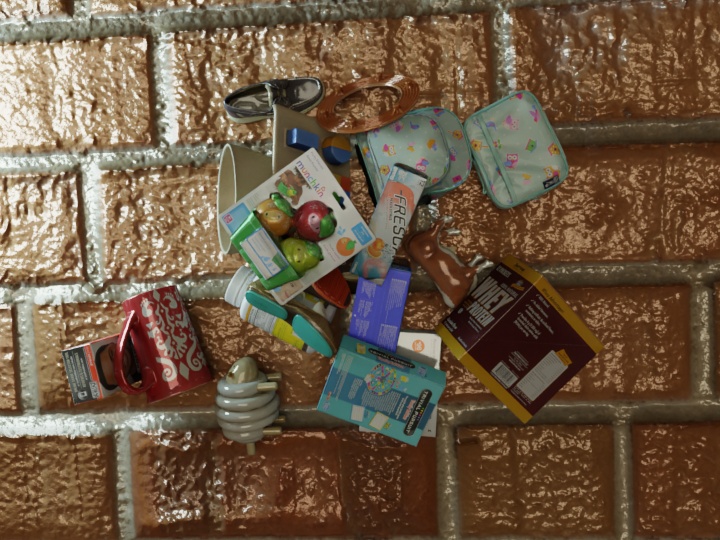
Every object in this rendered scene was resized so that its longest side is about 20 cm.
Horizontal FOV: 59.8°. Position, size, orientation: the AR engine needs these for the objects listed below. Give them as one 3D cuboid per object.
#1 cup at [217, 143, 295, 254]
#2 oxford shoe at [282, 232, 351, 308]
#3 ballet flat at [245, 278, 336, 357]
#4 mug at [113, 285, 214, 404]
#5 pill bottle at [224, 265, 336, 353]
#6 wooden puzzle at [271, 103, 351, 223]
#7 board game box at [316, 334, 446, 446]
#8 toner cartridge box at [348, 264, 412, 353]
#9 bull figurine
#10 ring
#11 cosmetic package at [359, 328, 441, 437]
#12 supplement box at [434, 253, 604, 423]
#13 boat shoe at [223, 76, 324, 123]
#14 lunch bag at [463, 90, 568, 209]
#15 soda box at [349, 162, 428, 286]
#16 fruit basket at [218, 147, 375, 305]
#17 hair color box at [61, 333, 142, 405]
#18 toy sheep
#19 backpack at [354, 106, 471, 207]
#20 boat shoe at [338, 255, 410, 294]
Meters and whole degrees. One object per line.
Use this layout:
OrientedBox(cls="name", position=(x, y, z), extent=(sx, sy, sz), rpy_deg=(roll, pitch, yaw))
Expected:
OrientedBox(cls="cup", position=(-0.182, -0.130, 1.169), extent=(0.142, 0.200, 0.202), rpy_deg=(0, 93, -21))
OrientedBox(cls="oxford shoe", position=(-0.101, 0.006, 1.153), extent=(0.200, 0.071, 0.072), rpy_deg=(41, 138, -19))
OrientedBox(cls="ballet flat", position=(-0.111, 0.072, 1.122), extent=(0.199, 0.068, 0.072), rpy_deg=(32, 52, 8))
OrientedBox(cls="mug", position=(-0.379, 0.139, 1.192), extent=(0.133, 0.178, 0.201), rpy_deg=(-19, 87, 7))
OrientedBox(cls="pill bottle", position=(-0.154, 0.069, 1.201), extent=(0.199, 0.109, 0.110), rpy_deg=(27, 94, 3))
OrientedBox(cls="wooden puzzle", position=(-0.079, -0.192, 1.143), extent=(0.046, 0.184, 0.202), rpy_deg=(-12, 76, 43))
OrientedBox(cls="board game box", position=(0.037, 0.221, 1.144), extent=(0.199, 0.047, 0.152), rpy_deg=(20, 118, -1))
OrientedBox(cls="toner cartridge box", position=(0.031, 0.087, 1.160), extent=(0.094, 0.043, 0.202), rpy_deg=(11, 101, 3))
OrientedBox(cls="bull figurine", position=(0.177, -0.006, 1.199), extent=(0.121, 0.065, 0.200), rpy_deg=(-41, 91, 1))
OrientedBox(cls="ring", position=(0.011, -0.313, 1.146), extent=(0.199, 0.201, 0.019), rpy_deg=(-15, 129, 5))
OrientedBox(cls="cosmetic package", position=(0.077, 0.215, 1.221), extent=(0.150, 0.052, 0.202), rpy_deg=(3, 92, 2))
OrientedBox(cls="supplement box", position=(0.283, 0.120, 1.131), extent=(0.200, 0.133, 0.197), rpy_deg=(-45, 110, 4))
OrientedBox(cls="boat shoe", position=(-0.168, -0.332, 1.207), extent=(0.198, 0.065, 0.073), rpy_deg=(-10, 90, 4))
OrientedBox(cls="lunch bag", position=(0.286, -0.219, 1.174), extent=(0.160, 0.077, 0.201), rpy_deg=(-25, 91, 4))
OrientedBox(cls="soda box", position=(0.049, -0.080, 1.068), extent=(0.063, 0.068, 0.201), rpy_deg=(23, 105, 2))
OrientedBox(cls="fruit basket", position=(-0.105, -0.068, 1.028), extent=(0.199, 0.094, 0.186), rpy_deg=(-33, 99, 12))
OrientedBox(cls="hair color box", position=(-0.469, 0.175, 1.180), extent=(0.061, 0.200, 0.102), rpy_deg=(-13, 92, 8))
OrientedBox(cls="toy sheep", position=(-0.215, 0.264, 1.206), extent=(0.137, 0.138, 0.202), rpy_deg=(-3, 99, 4))
OrientedBox(cls="backpack", position=(0.104, -0.209, 1.154), extent=(0.199, 0.153, 0.177), rpy_deg=(-18, 88, -4))
OrientedBox(cls="boat shoe", position=(0.000, 0.000, 1.217), extent=(0.198, 0.072, 0.072), rpy_deg=(0, 63, 11))
